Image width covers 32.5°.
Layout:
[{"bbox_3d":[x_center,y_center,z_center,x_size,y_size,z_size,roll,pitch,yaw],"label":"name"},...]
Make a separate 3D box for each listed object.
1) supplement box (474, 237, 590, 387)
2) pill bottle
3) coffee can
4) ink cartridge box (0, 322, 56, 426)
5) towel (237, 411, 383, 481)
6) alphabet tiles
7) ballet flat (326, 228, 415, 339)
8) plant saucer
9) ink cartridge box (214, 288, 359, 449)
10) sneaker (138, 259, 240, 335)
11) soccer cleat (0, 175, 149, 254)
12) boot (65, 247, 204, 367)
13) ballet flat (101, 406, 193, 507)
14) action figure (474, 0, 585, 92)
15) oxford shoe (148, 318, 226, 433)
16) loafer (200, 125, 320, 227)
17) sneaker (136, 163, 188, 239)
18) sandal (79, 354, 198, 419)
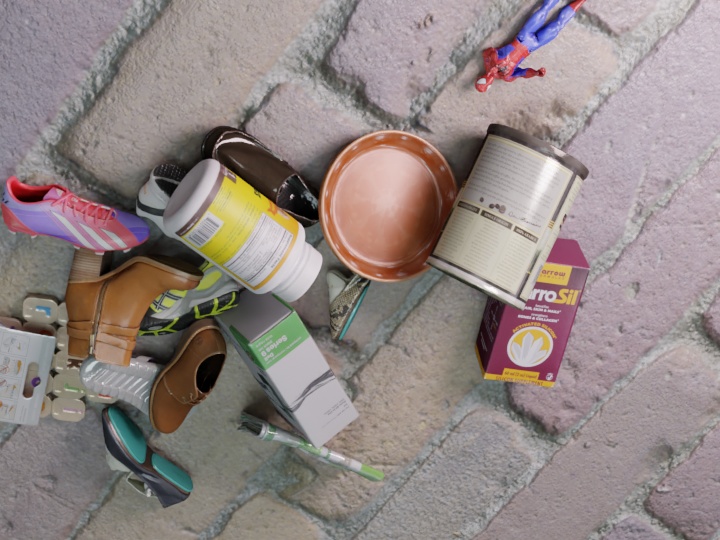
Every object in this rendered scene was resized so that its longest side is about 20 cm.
[{"bbox_3d":[0.242,0.056,1.761,0.109,0.086,0.202,7,117,-10],"label":"supplement box"},{"bbox_3d":[-0.147,-0.045,1.583,0.199,0.110,0.109,37,109,-23],"label":"pill bottle"},{"bbox_3d":[0.191,-0.069,1.613,0.145,0.146,0.202,26,90,-19],"label":"coffee can"},{"bbox_3d":[-0.540,0.128,1.742,0.197,0.050,0.164,11,117,-16],"label":"ink cartridge box"},{"bbox_3d":[-0.077,0.264,1.812,0.198,0.149,0.031,26,83,-18],"label":"towel"},{"bbox_3d":[-0.438,0.127,1.768,0.193,0.015,0.202,8,117,-7],"label":"alphabet tiles"},{"bbox_3d":[0.000,0.000,1.725,0.075,0.068,0.201,37,105,0],"label":"ballet flat"},{"bbox_3d":[0.037,-0.086,1.652,0.198,0.032,0.203,-1,93,-20],"label":"plant saucer"},{"bbox_3d":[-0.103,0.132,1.722,0.084,0.146,0.201,-37,118,-13],"label":"ink cartridge box"},{"bbox_3d":[-0.258,0.038,1.716,0.198,0.075,0.077,-19,76,18],"label":"sneaker"},{"bbox_3d":[-0.376,-0.074,1.624,0.197,0.067,0.077,10,128,2],"label":"soccer cleat"},{"bbox_3d":[-0.307,0.054,1.665,0.197,0.074,0.157,8,93,20],"label":"boot"},{"bbox_3d":[-0.334,0.286,1.837,0.073,0.073,0.200,-34,119,13],"label":"ballet flat"},{"bbox_3d":[0.223,-0.290,1.566,0.065,0.099,0.200,39,111,-22],"label":"action figure"},{"bbox_3d":[-0.244,0.166,1.737,0.071,0.072,0.201,2,129,-37],"label":"oxford shoe"},{"bbox_3d":[-0.118,-0.125,1.622,0.199,0.071,0.074,31,83,-27],"label":"loafer"},{"bbox_3d":[-0.214,-0.065,1.665,0.199,0.074,0.080,36,130,-21],"label":"sneaker"},{"bbox_3d":[-0.314,0.156,1.775,0.202,0.050,0.083,30,104,-39],"label":"sandal"}]
